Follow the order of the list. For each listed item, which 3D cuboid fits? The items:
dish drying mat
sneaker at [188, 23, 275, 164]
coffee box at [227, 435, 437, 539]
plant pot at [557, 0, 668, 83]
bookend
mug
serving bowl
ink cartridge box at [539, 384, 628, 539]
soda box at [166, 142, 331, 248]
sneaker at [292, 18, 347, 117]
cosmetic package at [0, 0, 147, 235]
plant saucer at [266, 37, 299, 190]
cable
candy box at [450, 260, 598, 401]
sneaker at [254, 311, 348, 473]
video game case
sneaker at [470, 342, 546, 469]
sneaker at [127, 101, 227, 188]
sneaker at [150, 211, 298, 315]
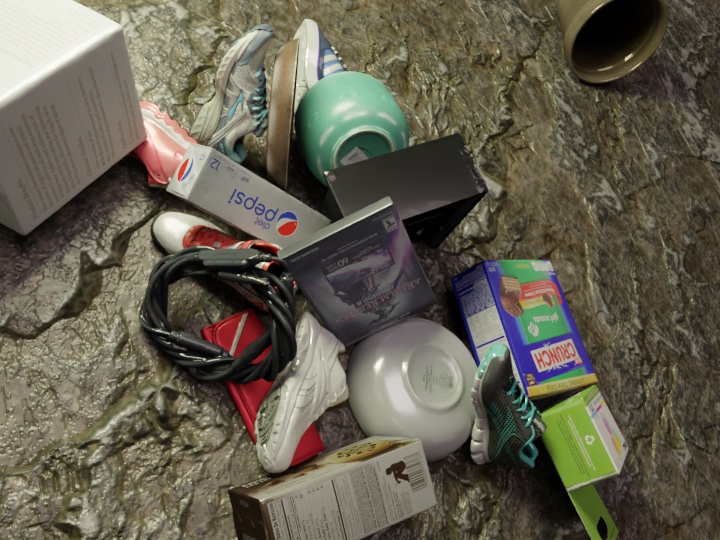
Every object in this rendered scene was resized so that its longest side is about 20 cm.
[{"bbox_3d":[-0.120,0.146,0.788,0.077,0.018,0.200,-23,78,-33],"label":"dish drying mat"},{"bbox_3d":[-0.149,-0.227,0.848,0.086,0.200,0.078,35,35,-2],"label":"sneaker"},{"bbox_3d":[-0.032,0.254,0.716,0.200,0.113,0.080,-12,85,-29],"label":"coffee box"},{"bbox_3d":[0.493,-0.519,1.314,0.199,0.200,0.174,6,49,-23],"label":"plant pot"},{"bbox_3d":[0.038,-0.078,0.885,0.200,0.199,0.092,-19,76,-20],"label":"bookend"},{"bbox_3d":[0.007,-0.186,0.904,0.184,0.152,0.115,-6,40,-13],"label":"mug"},{"bbox_3d":[0.085,0.150,0.857,0.200,0.066,0.201,11,63,-22],"label":"serving bowl"},{"bbox_3d":[0.325,0.269,0.871,0.148,0.076,0.200,3,59,-63],"label":"ink cartridge box"},{"bbox_3d":[-0.134,-0.080,0.803,0.200,0.063,0.068,28,87,-41],"label":"soda box"},{"bbox_3d":[-0.032,-0.291,1.009,0.146,0.081,0.201,10,59,-30],"label":"sneaker"},{"bbox_3d":[-0.376,-0.186,0.707,0.166,0.168,0.200,29,56,13],"label":"cosmetic package"},{"bbox_3d":[-0.105,-0.210,0.863,0.032,0.200,0.201,6,63,-6],"label":"plant saucer"},{"bbox_3d":[-0.164,0.053,0.742,0.051,0.199,0.164,-49,135,-66],"label":"cable"},{"bbox_3d":[0.239,0.088,0.938,0.169,0.077,0.200,-1,68,-40],"label":"candy box"},{"bbox_3d":[-0.059,0.150,0.766,0.099,0.078,0.200,30,54,-21],"label":"sneaker"},{"bbox_3d":[0.004,0.011,0.786,0.143,0.200,0.019,-26,47,3],"label":"video game case"},{"bbox_3d":[0.193,0.177,0.819,0.091,0.200,0.078,12,39,26],"label":"sneaker"},{"bbox_3d":[-0.234,-0.129,0.846,0.200,0.074,0.087,37,72,-3],"label":"sneaker"},{"bbox_3d":[-0.163,-0.024,0.791,0.201,0.108,0.067,36,63,-7],"label":"sneaker"}]
